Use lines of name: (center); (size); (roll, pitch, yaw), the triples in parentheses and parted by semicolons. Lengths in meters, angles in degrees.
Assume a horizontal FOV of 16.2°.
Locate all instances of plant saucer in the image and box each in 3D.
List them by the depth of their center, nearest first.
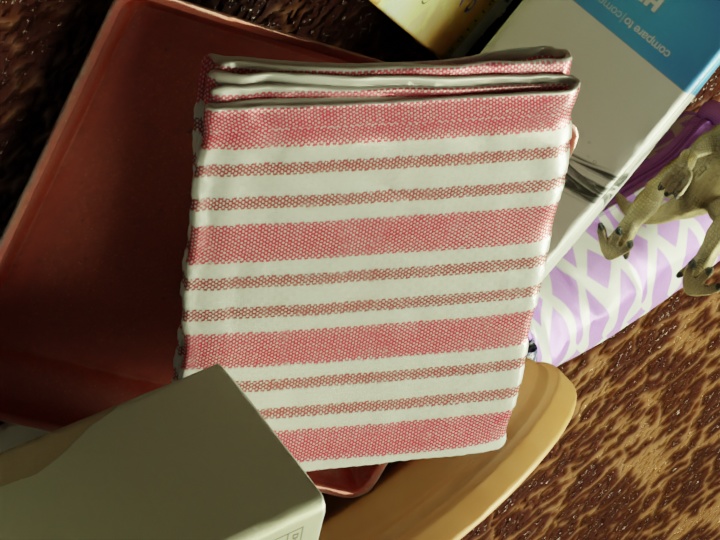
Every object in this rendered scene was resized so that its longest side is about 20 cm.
plant saucer: (-0.045, -0.012, 1.001); (0.199, 0.037, 0.200); (15, 120, -25)
plant saucer: (0.007, 0.098, 1.153); (0.200, 0.037, 0.200); (-36, -171, 6)

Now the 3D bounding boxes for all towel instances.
towel: (0.000, 0.000, 0.985); (0.146, 0.030, 0.200); (-3, 130, -14)

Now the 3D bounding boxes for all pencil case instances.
pencil case: (0.122, -0.013, 1.319); (0.200, 0.084, 0.086); (-31, 128, -34)

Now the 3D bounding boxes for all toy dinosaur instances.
toy dinosaur: (0.153, -0.037, 1.114); (0.101, 0.058, 0.200); (-52, 178, -32)

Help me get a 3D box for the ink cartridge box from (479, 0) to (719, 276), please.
ink cartridge box: (0.081, -0.061, 1.116); (0.200, 0.086, 0.146); (-50, 178, 9)

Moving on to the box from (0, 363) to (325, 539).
box: (-0.119, 0.121, 0.929); (0.200, 0.078, 0.095); (-21, 146, -29)

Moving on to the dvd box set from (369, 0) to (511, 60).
dvd box set: (0.040, -0.169, 1.003); (0.146, 0.029, 0.200); (-49, 155, 5)

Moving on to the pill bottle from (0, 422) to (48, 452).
pill bottle: (-0.124, 0.156, 1.129); (0.111, 0.111, 0.200); (-36, 153, -23)
